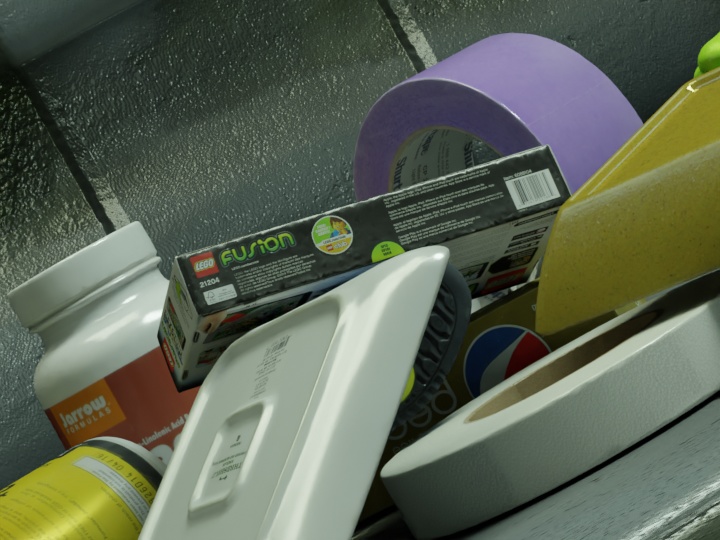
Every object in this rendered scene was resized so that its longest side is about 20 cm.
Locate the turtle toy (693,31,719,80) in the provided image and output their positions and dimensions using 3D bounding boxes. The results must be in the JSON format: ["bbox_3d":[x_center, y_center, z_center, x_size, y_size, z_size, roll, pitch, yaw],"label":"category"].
[{"bbox_3d":[0.271,-0.100,1.449,0.199,0.101,0.146,-11,-9,-31],"label":"turtle toy"}]

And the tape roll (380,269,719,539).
[{"bbox_3d":[0.103,0.059,1.230,0.202,0.037,0.203,-30,1,1],"label":"tape roll"}]

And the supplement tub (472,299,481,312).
[{"bbox_3d":[-0.034,0.062,1.685,0.200,0.146,0.145,-29,2,38],"label":"supplement tub"}]

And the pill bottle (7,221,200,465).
[{"bbox_3d":[-0.110,0.080,1.461,0.112,0.200,0.112,-30,1,1],"label":"pill bottle"}]

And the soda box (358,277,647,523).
[{"bbox_3d":[0.058,0.062,1.391,0.200,0.068,0.064,-29,2,21],"label":"soda box"}]

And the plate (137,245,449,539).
[{"bbox_3d":[-0.047,0.089,1.185,0.199,0.032,0.201,-28,37,59],"label":"plate"}]

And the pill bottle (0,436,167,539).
[{"bbox_3d":[-0.177,0.173,1.343,0.200,0.112,0.112,-30,2,-41],"label":"pill bottle"}]

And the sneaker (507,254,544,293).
[{"bbox_3d":[0.119,0.031,1.502,0.091,0.076,0.200,-17,16,37],"label":"sneaker"}]

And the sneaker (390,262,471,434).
[{"bbox_3d":[-0.021,0.076,1.296,0.200,0.066,0.078,-56,11,-3],"label":"sneaker"}]

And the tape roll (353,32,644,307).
[{"bbox_3d":[0.095,-0.044,1.701,0.085,0.200,0.200,-30,1,-38],"label":"tape roll"}]

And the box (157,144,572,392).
[{"bbox_3d":[0.000,0.000,1.333,0.199,0.035,0.110,-17,-18,-16],"label":"box"}]

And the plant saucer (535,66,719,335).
[{"bbox_3d":[0.184,-0.062,1.226,0.200,0.049,0.200,-24,12,43],"label":"plant saucer"}]
